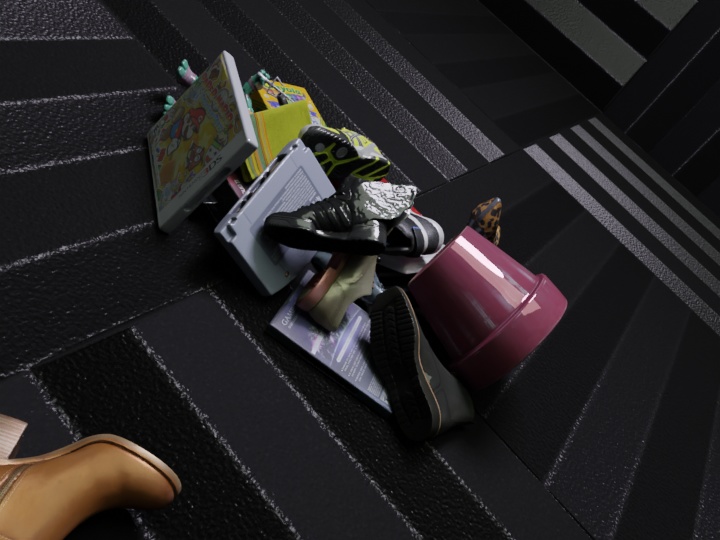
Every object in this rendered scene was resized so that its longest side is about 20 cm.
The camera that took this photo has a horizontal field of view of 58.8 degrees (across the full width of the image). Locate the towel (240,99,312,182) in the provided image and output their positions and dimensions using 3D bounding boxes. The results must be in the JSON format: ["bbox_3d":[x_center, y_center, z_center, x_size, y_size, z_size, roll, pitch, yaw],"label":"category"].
[{"bbox_3d":[-0.121,-0.198,0.950,0.200,0.018,0.088,-40,123,-56],"label":"towel"}]

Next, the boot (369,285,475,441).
[{"bbox_3d":[0.089,0.128,0.888,0.137,0.077,0.204,9,65,-51],"label":"boot"}]

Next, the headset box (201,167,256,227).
[{"bbox_3d":[-0.164,-0.130,0.962,0.198,0.075,0.150,-13,59,-48],"label":"headset box"}]

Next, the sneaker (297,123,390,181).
[{"bbox_3d":[-0.035,-0.195,1.039,0.198,0.075,0.077,15,37,-52],"label":"sneaker"}]

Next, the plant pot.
[{"bbox_3d":[0.172,0.044,0.945,0.179,0.200,0.200,46,36,1],"label":"plant pot"}]

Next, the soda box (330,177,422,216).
[{"bbox_3d":[0.012,-0.133,1.131,0.200,0.064,0.070,46,37,10],"label":"soda box"}]

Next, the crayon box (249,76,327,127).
[{"bbox_3d":[-0.137,-0.285,1.178,0.124,0.052,0.202,0,50,-42],"label":"crayon box"}]

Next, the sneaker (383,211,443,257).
[{"bbox_3d":[0.026,-0.077,1.014,0.198,0.075,0.111,22,19,35],"label":"sneaker"}]

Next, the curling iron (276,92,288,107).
[{"bbox_3d":[-0.096,-0.204,1.051,0.201,0.025,0.050,62,19,-44],"label":"curling iron"}]

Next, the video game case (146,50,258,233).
[{"bbox_3d":[-0.224,-0.179,0.877,0.023,0.181,0.202,29,31,-45],"label":"video game case"}]

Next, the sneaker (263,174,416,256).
[{"bbox_3d":[-0.025,-0.080,0.855,0.195,0.060,0.106,8,65,-1],"label":"sneaker"}]

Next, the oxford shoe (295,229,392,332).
[{"bbox_3d":[-0.006,-0.003,0.899,0.074,0.071,0.201,45,69,-12],"label":"oxford shoe"}]

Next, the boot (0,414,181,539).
[{"bbox_3d":[-0.255,0.206,0.510,0.197,0.077,0.157,23,36,-16],"label":"boot"}]

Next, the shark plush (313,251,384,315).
[{"bbox_3d":[0.000,0.000,0.950,0.089,0.084,0.202,6,43,-36],"label":"shark plush"}]

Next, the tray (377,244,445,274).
[{"bbox_3d":[0.104,-0.025,1.083,0.197,0.023,0.106,-6,19,-45],"label":"tray"}]

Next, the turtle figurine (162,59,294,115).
[{"bbox_3d":[-0.210,-0.256,1.038,0.196,0.101,0.152,19,55,-11],"label":"turtle figurine"}]

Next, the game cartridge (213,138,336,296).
[{"bbox_3d":[-0.107,-0.070,0.891,0.134,0.040,0.201,54,52,-28],"label":"game cartridge"}]

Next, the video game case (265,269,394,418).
[{"bbox_3d":[-0.021,0.097,0.889,0.198,0.019,0.143,35,35,-3],"label":"video game case"}]

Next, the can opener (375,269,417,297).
[{"bbox_3d":[0.106,0.018,1.052,0.196,0.079,0.064,4,54,-26],"label":"can opener"}]

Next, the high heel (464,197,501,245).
[{"bbox_3d":[0.258,-0.095,1.237,0.072,0.143,0.199,47,36,15],"label":"high heel"}]
